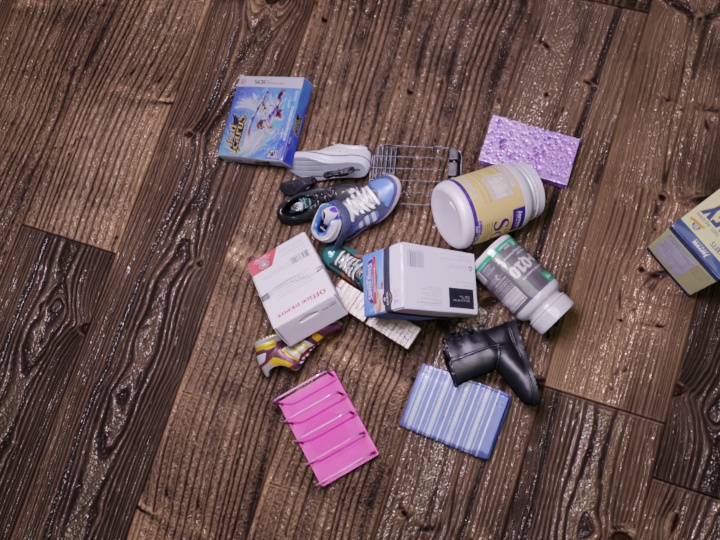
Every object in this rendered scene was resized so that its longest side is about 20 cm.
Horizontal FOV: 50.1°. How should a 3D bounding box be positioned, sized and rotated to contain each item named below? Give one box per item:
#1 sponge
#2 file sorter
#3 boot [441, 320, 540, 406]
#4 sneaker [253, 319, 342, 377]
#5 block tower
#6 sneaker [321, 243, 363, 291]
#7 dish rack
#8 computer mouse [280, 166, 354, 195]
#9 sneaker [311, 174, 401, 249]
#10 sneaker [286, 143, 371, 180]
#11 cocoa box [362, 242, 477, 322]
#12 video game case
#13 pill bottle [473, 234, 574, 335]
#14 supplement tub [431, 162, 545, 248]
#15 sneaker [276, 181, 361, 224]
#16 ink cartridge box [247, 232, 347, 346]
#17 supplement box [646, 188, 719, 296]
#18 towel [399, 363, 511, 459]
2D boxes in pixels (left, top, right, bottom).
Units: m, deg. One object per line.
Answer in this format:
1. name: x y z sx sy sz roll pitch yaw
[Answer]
1. sponge: 0.369 -0.260 1.687 0.200 0.030 0.112 18 82 10
2. file sorter: -0.074 0.323 1.577 0.139 0.125 0.200 -30 77 0
3. boot: 0.263 0.201 1.581 0.162 0.073 0.198 -15 68 -2
4. sneaker: -0.125 0.164 1.648 0.200 0.075 0.090 -19 85 10
5. block tower: 0.032 0.097 1.645 0.200 0.058 0.054 32 84 14
6. sneaker: 0.000 0.000 1.653 0.200 0.080 0.071 32 86 11
7. dish rack: 0.120 -0.204 1.696 0.200 0.055 0.154 4 78 10
8. computer mouse: -0.095 -0.193 1.684 0.200 0.059 0.034 -9 96 37
9. sneaker: -0.016 -0.128 1.618 0.200 0.146 0.081 -40 75 23
10. sneaker: -0.069 -0.246 1.726 0.200 0.073 0.071 6 48 14
11. cocoa box: 0.119 0.030 1.562 0.200 0.131 0.134 7 76 -36
12. video game case: -0.216 -0.338 1.737 0.181 0.045 0.200 9 79 29
13. pill bottle: 0.335 0.030 1.592 0.113 0.113 0.200 -44 78 -3
14. supplement tub: 0.264 -0.139 1.597 0.200 0.145 0.146 -19 76 -18
15. sneaker: -0.090 -0.144 1.692 0.200 0.079 0.076 -18 88 3
16. ink cartridge box: -0.134 0.039 1.622 0.147 0.083 0.200 -29 49 1
17. supplement box: 0.707 -0.073 1.521 0.200 0.200 0.134 -38 77 -1
18. towel: 0.198 0.292 1.607 0.200 0.024 0.145 20 84 12
